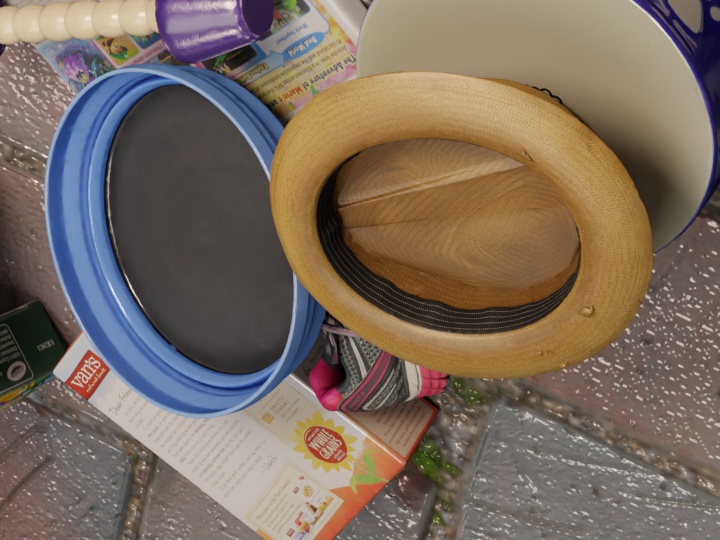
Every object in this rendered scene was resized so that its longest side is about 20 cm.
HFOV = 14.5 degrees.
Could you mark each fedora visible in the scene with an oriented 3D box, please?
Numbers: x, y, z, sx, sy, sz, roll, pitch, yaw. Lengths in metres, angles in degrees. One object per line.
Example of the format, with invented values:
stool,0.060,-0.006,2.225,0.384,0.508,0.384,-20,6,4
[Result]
fedora,0.055,-0.037,1.405,0.200,0.082,0.201,13,130,15

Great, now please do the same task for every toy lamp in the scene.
toy lamp,-0.138,-0.138,1.536,0.200,0.058,0.058,1,127,31

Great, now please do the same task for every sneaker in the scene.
sneaker,0.000,0.000,1.567,0.075,0.081,0.200,-17,125,-9

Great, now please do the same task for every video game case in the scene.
video game case,-0.102,-0.147,1.564,0.200,0.024,0.182,-27,110,42

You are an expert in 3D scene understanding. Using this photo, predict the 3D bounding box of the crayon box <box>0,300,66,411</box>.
crayon box,-0.290,0.094,1.805,0.200,0.126,0.052,-30,88,44

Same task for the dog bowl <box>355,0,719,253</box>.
dog bowl,0.101,-0.101,1.438,0.200,0.079,0.200,17,134,18

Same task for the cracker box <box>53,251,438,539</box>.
cracker box,-0.071,0.072,1.706,0.200,0.058,0.134,38,135,-4

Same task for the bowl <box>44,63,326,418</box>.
bowl,-0.095,-0.019,1.573,0.200,0.039,0.201,18,117,39
